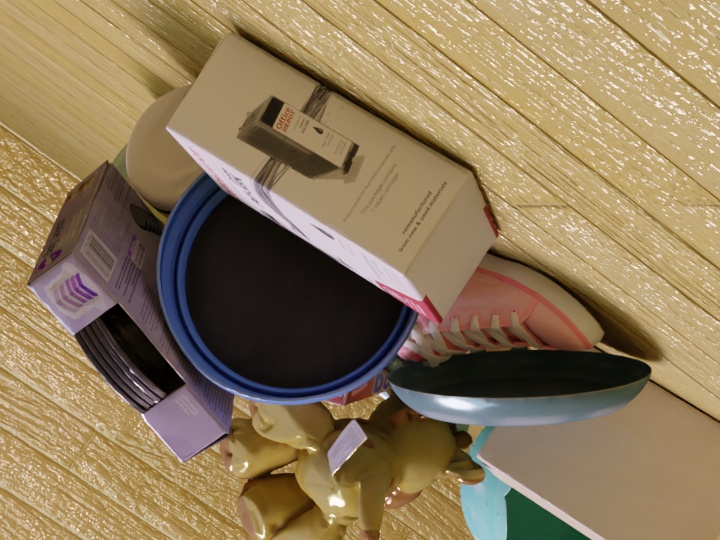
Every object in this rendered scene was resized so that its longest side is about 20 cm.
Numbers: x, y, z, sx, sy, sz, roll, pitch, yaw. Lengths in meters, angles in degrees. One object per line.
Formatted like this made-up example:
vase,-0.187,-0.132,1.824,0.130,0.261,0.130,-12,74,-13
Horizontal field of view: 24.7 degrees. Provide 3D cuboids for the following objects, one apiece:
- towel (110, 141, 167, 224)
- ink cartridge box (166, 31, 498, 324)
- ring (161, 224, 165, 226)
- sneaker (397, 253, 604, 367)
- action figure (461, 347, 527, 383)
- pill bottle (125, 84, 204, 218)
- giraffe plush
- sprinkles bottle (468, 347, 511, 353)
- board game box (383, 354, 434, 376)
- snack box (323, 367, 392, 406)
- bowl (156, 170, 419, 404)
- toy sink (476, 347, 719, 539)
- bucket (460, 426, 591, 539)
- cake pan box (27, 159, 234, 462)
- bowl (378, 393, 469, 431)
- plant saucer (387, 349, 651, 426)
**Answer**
towel,-0.161,-0.063,1.567,0.171,0.048,0.200,38,-148,-11
ink cartridge box,-0.017,-0.060,1.122,0.200,0.083,0.147,32,174,19
ring,-0.141,0.039,1.416,0.200,0.019,0.201,19,143,16
sneaker,0.088,0.041,1.249,0.200,0.105,0.075,28,168,43
action figure,0.110,0.088,1.429,0.118,0.055,0.200,-12,-178,11
pill bottle,-0.105,-0.066,1.401,0.111,0.112,0.200,30,173,34
giraffe plush,0.005,0.154,1.372,0.200,0.162,0.173,-29,77,47
sprinkles bottle,0.064,0.054,1.616,0.200,0.068,0.068,31,173,25
board game box,0.004,0.004,1.344,0.200,0.136,0.028,38,130,-26
snack box,0.000,0.079,1.375,0.072,0.024,0.200,16,-169,23
bowl,-0.049,0.002,1.214,0.200,0.201,0.039,33,171,12
toy sink,0.220,0.163,1.363,0.200,0.131,0.112,31,173,22
bucket,0.202,0.219,1.580,0.207,0.208,0.135,37,175,-22
cake pan box,-0.164,0.029,1.257,0.184,0.052,0.200,50,-166,-20
bowl,0.053,0.086,1.743,0.200,0.105,0.201,33,174,4
plant saucer,0.120,0.089,1.245,0.199,0.028,0.200,-2,-173,0
